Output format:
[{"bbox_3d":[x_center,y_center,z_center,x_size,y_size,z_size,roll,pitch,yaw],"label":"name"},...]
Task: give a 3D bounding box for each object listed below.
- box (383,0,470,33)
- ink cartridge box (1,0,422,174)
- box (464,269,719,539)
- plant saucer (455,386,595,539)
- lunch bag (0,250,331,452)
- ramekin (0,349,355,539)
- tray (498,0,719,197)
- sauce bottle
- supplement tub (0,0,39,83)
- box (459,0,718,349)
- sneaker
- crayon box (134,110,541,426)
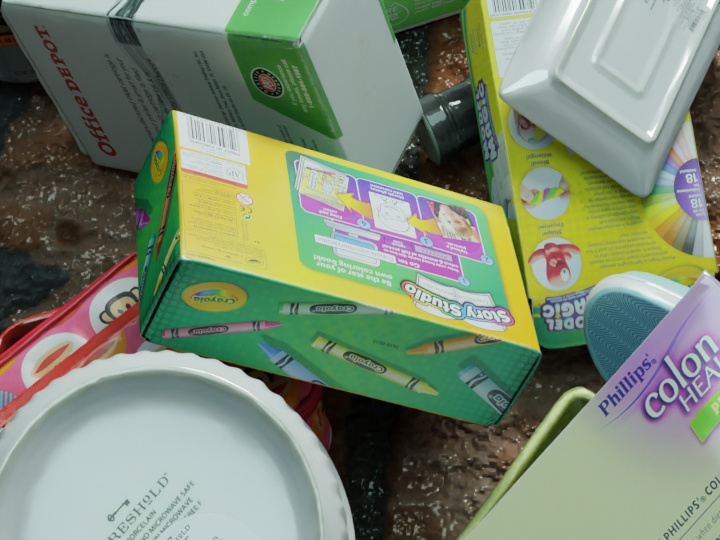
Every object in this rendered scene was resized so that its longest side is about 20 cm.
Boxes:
[{"bbox_3d":[0.050,-0.259,1.231,0.198,0.097,0.178,-18,62,-7],"label":"box"},{"bbox_3d":[-0.082,-0.119,1.108,0.198,0.147,0.083,12,58,27],"label":"ink cartridge box"},{"bbox_3d":[0.177,0.137,0.898,0.200,0.097,0.176,43,94,18],"label":"box"},{"bbox_3d":[0.136,0.191,1.001,0.199,0.048,0.200,31,67,19],"label":"plant saucer"},{"bbox_3d":[-0.132,0.083,1.066,0.200,0.082,0.176,-40,62,-19],"label":"lunch bag"},{"bbox_3d":[-0.097,0.132,0.935,0.198,0.105,0.202,1,75,-5],"label":"ramekin"},{"bbox_3d":[0.160,-0.150,1.086,0.107,0.022,0.201,33,69,-16],"label":"tray"},{"bbox_3d":[0.124,-0.123,1.169,0.199,0.065,0.065,-24,62,-9],"label":"sauce bottle"},{"bbox_3d":[-0.217,-0.215,1.158,0.121,0.201,0.123,-7,56,10],"label":"supplement tub"},{"bbox_3d":[0.130,-0.059,1.102,0.116,0.048,0.202,-7,81,-13],"label":"box"},{"bbox_3d":[0.215,0.044,1.038,0.199,0.080,0.131,35,42,0],"label":"sneaker"},{"bbox_3d":[-0.013,0.000,1.006,0.198,0.058,0.119,15,37,-20],"label":"crayon box"}]
